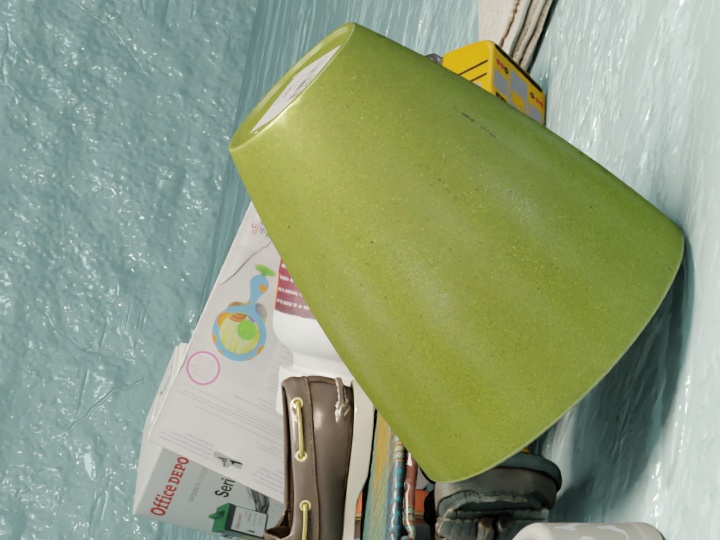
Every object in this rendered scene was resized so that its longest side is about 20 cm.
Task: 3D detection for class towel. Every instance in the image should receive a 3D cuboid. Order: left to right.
[{"bbox_3d":[0.019,0.132,1.410,0.200,0.021,0.148,103,171,-64],"label":"towel"},{"bbox_3d":[0.117,-0.229,1.750,0.201,0.034,0.133,-88,15,-53],"label":"towel"}]

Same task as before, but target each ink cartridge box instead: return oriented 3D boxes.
[{"bbox_3d":[-0.063,0.144,1.776,0.146,0.198,0.085,116,166,-55],"label":"ink cartridge box"}]

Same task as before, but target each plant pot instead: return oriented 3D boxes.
[{"bbox_3d":[0.034,-0.027,1.223,0.187,0.200,0.187,-42,13,12],"label":"plant pot"}]

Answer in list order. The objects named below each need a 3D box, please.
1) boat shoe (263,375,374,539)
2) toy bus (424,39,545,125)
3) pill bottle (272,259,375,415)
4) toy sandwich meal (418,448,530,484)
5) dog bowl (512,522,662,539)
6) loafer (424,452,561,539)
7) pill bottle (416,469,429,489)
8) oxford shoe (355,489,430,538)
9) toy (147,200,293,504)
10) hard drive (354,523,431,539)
[{"bbox_3d":[-0.032,0.166,1.483,0.072,0.059,0.202,-137,54,-81],"label":"boat shoe"},{"bbox_3d":[0.033,-0.090,1.653,0.199,0.065,0.079,-25,43,33],"label":"toy bus"},{"bbox_3d":[0.000,0.000,1.556,0.110,0.109,0.202,-151,68,-81],"label":"pill bottle"},{"bbox_3d":[0.080,0.044,1.453,0.205,0.070,0.207,-167,90,-81],"label":"toy sandwich meal"},{"bbox_3d":[0.093,0.217,1.158,0.200,0.058,0.202,-166,90,-82],"label":"dog bowl"},{"bbox_3d":[0.073,0.147,1.333,0.200,0.071,0.063,104,169,-75],"label":"loafer"},{"bbox_3d":[0.016,0.056,1.698,0.114,0.112,0.201,115,165,-52],"label":"pill bottle"},{"bbox_3d":[0.007,0.204,1.681,0.200,0.071,0.073,131,146,-71],"label":"oxford shoe"},{"bbox_3d":[-0.058,0.049,1.624,0.201,0.114,0.047,-66,10,-9],"label":"toy"},{"bbox_3d":[0.006,0.235,1.510,0.199,0.026,0.133,-19,55,49],"label":"hard drive"}]
